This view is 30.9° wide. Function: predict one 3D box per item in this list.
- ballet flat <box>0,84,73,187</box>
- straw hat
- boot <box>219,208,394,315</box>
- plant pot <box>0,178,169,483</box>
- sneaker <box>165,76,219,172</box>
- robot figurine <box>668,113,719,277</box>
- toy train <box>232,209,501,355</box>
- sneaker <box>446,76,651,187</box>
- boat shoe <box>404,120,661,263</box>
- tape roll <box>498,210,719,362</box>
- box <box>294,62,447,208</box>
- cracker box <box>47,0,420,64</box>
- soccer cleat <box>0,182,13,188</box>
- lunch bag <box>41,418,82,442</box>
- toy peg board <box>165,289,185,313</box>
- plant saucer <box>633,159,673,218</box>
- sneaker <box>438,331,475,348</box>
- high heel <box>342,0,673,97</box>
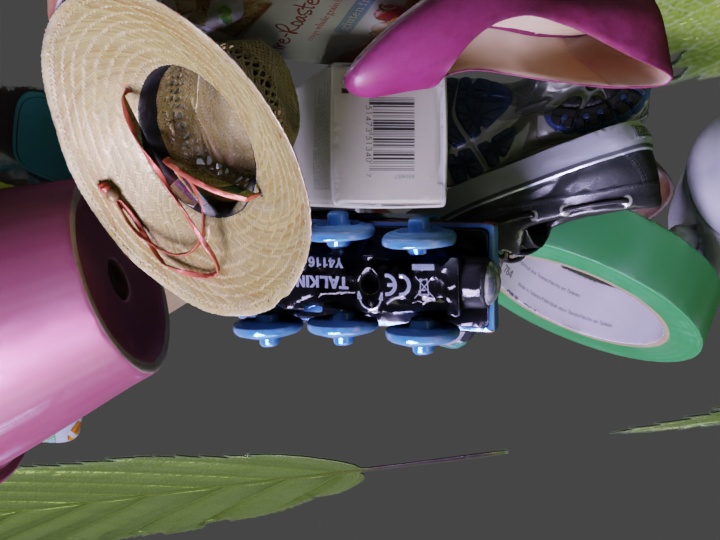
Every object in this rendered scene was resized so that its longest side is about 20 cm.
[{"bbox_3d":[-0.241,-0.089,0.857,0.198,0.073,0.072,15,154,-26],"label":"ballet flat"},{"bbox_3d":[-0.077,-0.079,0.706,0.085,0.202,0.201,-42,-174,-36],"label":"straw hat"},{"bbox_3d":[-0.032,0.000,1.135,0.199,0.073,0.144,-23,155,33],"label":"boot"},{"bbox_3d":[-0.227,0.030,0.821,0.177,0.202,0.200,-19,157,13],"label":"plant pot"},{"bbox_3d":[-0.126,-0.095,0.800,0.077,0.100,0.200,-10,160,15],"label":"sneaker"},{"bbox_3d":[0.295,-0.054,0.980,0.169,0.113,0.200,-37,162,-9],"label":"robot figurine"},{"bbox_3d":[0.000,0.000,0.836,0.198,0.088,0.114,1,-169,21],"label":"toy train"},{"bbox_3d":[0.107,-0.093,0.896,0.198,0.078,0.085,-11,163,21],"label":"sneaker"},{"bbox_3d":[0.105,-0.038,0.862,0.199,0.057,0.068,-22,169,34],"label":"boat shoe"},{"bbox_3d":[0.172,0.004,0.991,0.199,0.049,0.201,23,165,6],"label":"tape roll"},{"bbox_3d":[-0.002,-0.078,0.803,0.068,0.083,0.200,0,-176,-10],"label":"box"},{"bbox_3d":[-0.053,-0.167,0.677,0.198,0.058,0.134,4,160,-21],"label":"cracker box"},{"bbox_3d":[-0.231,-0.049,0.930,0.198,0.085,0.065,-7,161,10],"label":"soccer cleat"},{"bbox_3d":[-0.332,0.081,1.155,0.198,0.161,0.076,7,125,-26],"label":"lunch bag"},{"bbox_3d":[-0.237,-0.007,1.073,0.198,0.099,0.199,-9,168,-40],"label":"toy peg board"},{"bbox_3d":[0.148,-0.065,1.041,0.198,0.035,0.201,-5,160,-2],"label":"plant saucer"},{"bbox_3d":[0.040,0.016,0.989,0.087,0.075,0.200,20,166,-7],"label":"sneaker"},{"bbox_3d":[0.085,-0.111,0.683,0.199,0.097,0.067,-30,176,-26],"label":"high heel"}]
